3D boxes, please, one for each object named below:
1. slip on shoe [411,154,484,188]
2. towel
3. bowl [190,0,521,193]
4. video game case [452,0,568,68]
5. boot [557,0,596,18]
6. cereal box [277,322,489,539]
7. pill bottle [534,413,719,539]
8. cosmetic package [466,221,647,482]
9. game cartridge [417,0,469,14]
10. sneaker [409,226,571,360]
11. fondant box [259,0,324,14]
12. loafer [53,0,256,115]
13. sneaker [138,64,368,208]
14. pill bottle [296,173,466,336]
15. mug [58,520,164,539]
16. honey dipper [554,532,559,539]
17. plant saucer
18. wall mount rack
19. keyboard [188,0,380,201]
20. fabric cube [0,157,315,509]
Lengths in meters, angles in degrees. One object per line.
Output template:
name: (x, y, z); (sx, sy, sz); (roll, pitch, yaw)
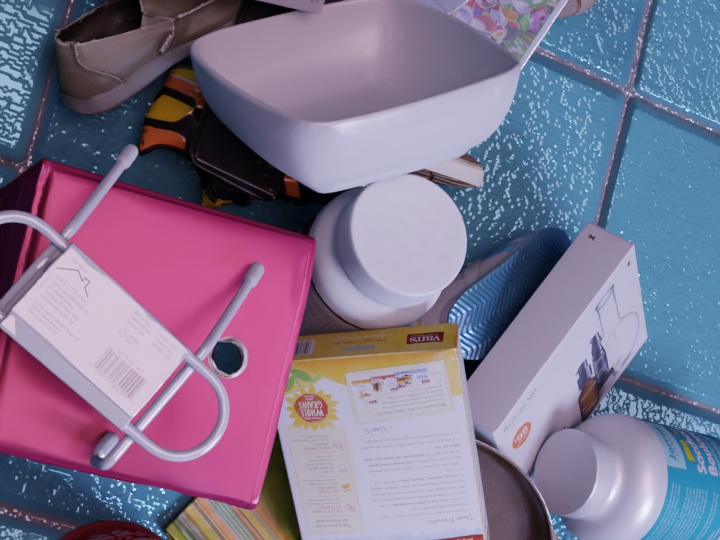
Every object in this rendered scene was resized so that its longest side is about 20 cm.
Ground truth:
slip on shoe: (0.017, -0.123, 1.298); (0.199, 0.076, 0.061); (21, 85, -13)
towel: (-0.060, 0.170, 1.272); (0.200, 0.018, 0.086); (-44, 104, -20)
bowl: (-0.007, -0.126, 1.147); (0.199, 0.200, 0.075); (-17, 124, -26)
video game case: (0.109, -0.257, 1.310); (0.143, 0.018, 0.201); (32, 105, -8)
boot: (0.139, -0.308, 1.372); (0.146, 0.070, 0.201); (-31, 100, -28)
cereal box: (0.015, 0.137, 1.187); (0.143, 0.040, 0.201); (-5, 120, 8)
pill bottle: (0.237, 0.181, 1.323); (0.199, 0.110, 0.112); (15, 80, -39)
cosmetic package: (0.159, 0.082, 1.307); (0.200, 0.052, 0.151); (-51, 148, -18)
game cartridge: (0.068, -0.291, 1.273); (0.133, 0.041, 0.200); (39, 105, -11)
sneaker: (0.110, 0.016, 1.326); (0.199, 0.080, 0.077); (-25, 104, -43)
fondant box: (-0.116, -0.281, 1.202); (0.199, 0.058, 0.145); (10, 49, -10)
loafer: (-0.154, -0.200, 1.216); (0.200, 0.075, 0.070); (-42, 137, -21)
sneaker: (-0.083, -0.077, 1.257); (0.199, 0.070, 0.090); (32, 82, -14)
pill bottle: (0.000, 0.000, 1.203); (0.109, 0.200, 0.110); (6, 72, -20)
mug: (-0.136, 0.252, 1.134); (0.176, 0.200, 0.134); (1, 85, -23)
honey dipper: (0.173, 0.230, 1.268); (0.038, 0.200, 0.038); (1, 87, -23)
plant saucer: (0.054, 0.208, 1.261); (0.199, 0.032, 0.201); (2, 114, 5)
wall mount rack: (-0.152, 0.021, 1.003); (0.200, 0.075, 0.174); (44, 77, -12)
keyboard: (-0.048, -0.146, 1.230); (0.127, 0.021, 0.201); (25, 70, -16)
fabric cube: (-0.171, 0.048, 1.133); (0.198, 0.200, 0.197); (16, 81, -20)
